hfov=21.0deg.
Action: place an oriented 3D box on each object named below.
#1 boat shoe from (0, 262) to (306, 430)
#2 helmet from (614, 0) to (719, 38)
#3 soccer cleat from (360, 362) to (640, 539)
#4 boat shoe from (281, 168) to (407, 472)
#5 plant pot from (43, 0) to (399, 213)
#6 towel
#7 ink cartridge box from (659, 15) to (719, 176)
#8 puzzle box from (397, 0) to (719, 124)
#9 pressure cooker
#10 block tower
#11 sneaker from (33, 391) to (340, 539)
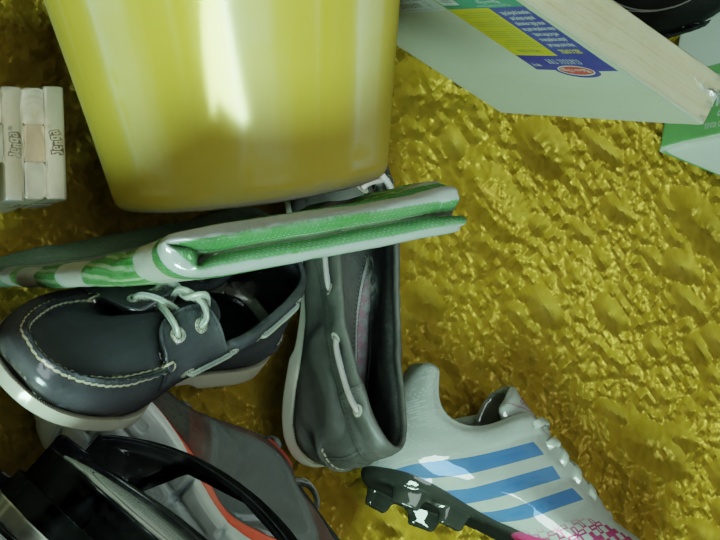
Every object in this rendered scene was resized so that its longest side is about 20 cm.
[{"bbox_3d":[-0.091,0.020,0.879,0.073,0.063,0.200,49,25,17],"label":"boat shoe"},{"bbox_3d":[0.108,-0.220,0.997,0.190,0.200,0.201,10,80,-27],"label":"helmet"},{"bbox_3d":[0.093,0.113,1.021,0.199,0.070,0.087,28,73,-25],"label":"soccer cleat"},{"bbox_3d":[0.000,0.000,0.974,0.067,0.057,0.201,14,74,-50],"label":"boat shoe"},{"bbox_3d":[-0.063,-0.129,0.889,0.200,0.200,0.190,-12,101,-30],"label":"plant pot"},{"bbox_3d":[-0.066,-0.014,0.866,0.152,0.200,0.024,-12,96,-31],"label":"towel"},{"bbox_3d":[0.269,-0.148,1.139,0.145,0.087,0.201,18,75,-27],"label":"ink cartridge box"},{"bbox_3d":[0.073,-0.117,0.957,0.133,0.200,0.026,31,83,-25],"label":"puzzle box"},{"bbox_3d":[-0.111,0.171,0.824,0.176,0.179,0.200,43,80,-12],"label":"pressure cooker"},{"bbox_3d":[-0.233,-0.052,0.859,0.199,0.054,0.058,-1,85,-29],"label":"block tower"},{"bbox_3d":[-0.074,0.104,0.940,0.200,0.077,0.082,49,34,-11],"label":"sneaker"}]
